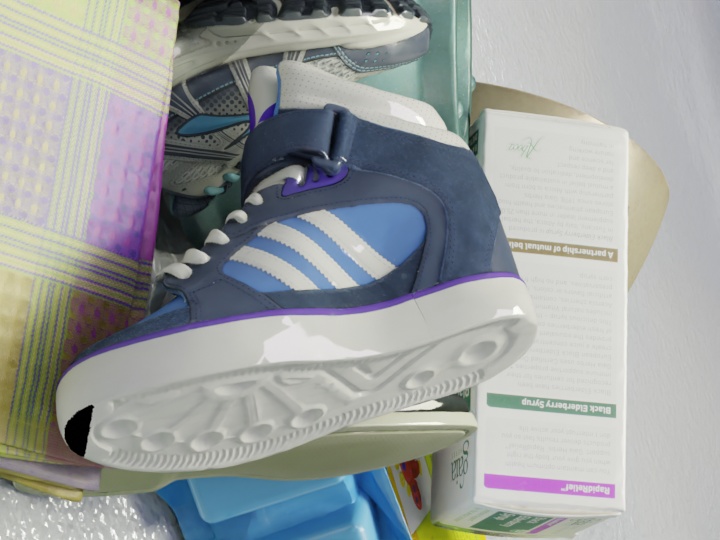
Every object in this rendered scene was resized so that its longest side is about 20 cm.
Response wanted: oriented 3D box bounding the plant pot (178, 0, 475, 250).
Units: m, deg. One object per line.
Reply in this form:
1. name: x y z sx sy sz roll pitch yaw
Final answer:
1. plant pot: -0.014 -0.110 1.023 0.200 0.134 0.201 0 90 -82

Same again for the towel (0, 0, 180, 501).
1. towel: -0.132 -0.024 0.772 0.144 0.023 0.200 19 74 -46

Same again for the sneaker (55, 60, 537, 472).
1. sneaker: -0.040 -0.011 0.823 0.081 0.200 0.147 110 -39 -52

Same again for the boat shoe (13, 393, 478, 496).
1. boat shoe: -0.048 0.050 0.869 0.075 0.199 0.066 124 -42 -62

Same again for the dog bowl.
1. dog bowl: -0.035 0.107 0.950 0.050 0.111 0.200 -95 166 -76

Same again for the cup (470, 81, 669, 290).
1. cup: 0.062 0.001 1.202 0.200 0.200 0.143 47 54 -55

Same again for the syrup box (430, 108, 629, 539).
1. syrup box: 0.084 0.029 1.059 0.079 0.081 0.200 129 -34 -70

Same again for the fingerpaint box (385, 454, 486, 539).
1. fingerpaint box: 0.005 0.143 1.080 0.167 0.073 0.200 -52 125 -67

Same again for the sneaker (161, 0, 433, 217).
1. sneaker: -0.064 -0.073 0.902 0.078 0.200 0.086 -131 -149 -60
